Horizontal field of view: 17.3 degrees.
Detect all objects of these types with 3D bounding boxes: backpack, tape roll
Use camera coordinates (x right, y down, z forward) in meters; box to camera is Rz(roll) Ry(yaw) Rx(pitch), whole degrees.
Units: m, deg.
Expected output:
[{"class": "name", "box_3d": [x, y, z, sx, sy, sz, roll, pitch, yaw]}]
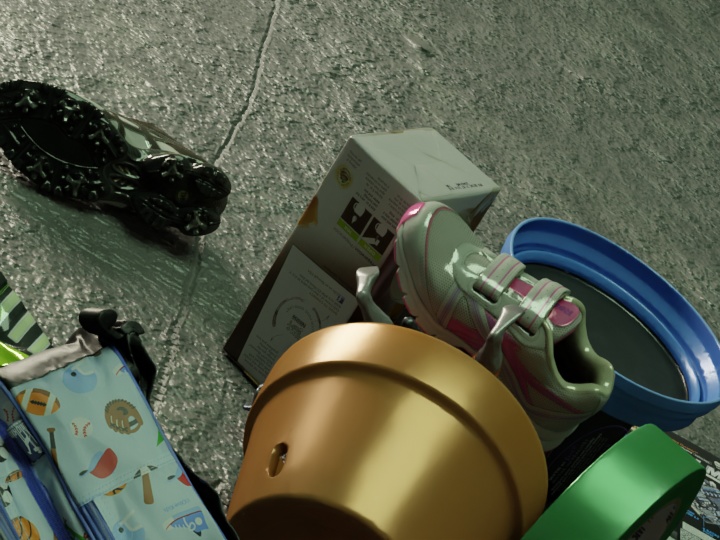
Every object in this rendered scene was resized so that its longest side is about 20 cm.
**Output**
[{"class": "backpack", "box_3d": [-0.152, 0.152, 1.291, 0.154, 0.200, 0.191, -33, 73, -30]}, {"class": "tape roll", "box_3d": [0.144, 0.190, 1.543, 0.048, 0.201, 0.200, 40, 26, 17]}]

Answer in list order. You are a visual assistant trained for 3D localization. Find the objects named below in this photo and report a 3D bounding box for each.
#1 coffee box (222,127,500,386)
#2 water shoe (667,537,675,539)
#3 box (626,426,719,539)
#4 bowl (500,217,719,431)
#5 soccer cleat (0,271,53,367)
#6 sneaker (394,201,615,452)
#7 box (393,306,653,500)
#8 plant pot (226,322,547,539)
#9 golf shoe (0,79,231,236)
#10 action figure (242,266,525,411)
[{"class": "coffee box", "box_3d": [0.000, 0.000, 1.716, 0.080, 0.200, 0.114, 43, 26, 23]}, {"class": "water shoe", "box_3d": [0.227, 0.246, 1.695, 0.200, 0.072, 0.079, 27, 28, -13]}, {"class": "box", "box_3d": [0.265, 0.207, 1.838, 0.200, 0.050, 0.199, 30, 24, -7]}, {"class": "bowl", "box_3d": [0.184, 0.042, 1.758, 0.200, 0.039, 0.201, 28, 27, -16]}, {"class": "soccer cleat", "box_3d": [-0.234, 0.048, 1.530, 0.081, 0.068, 0.200, 30, 19, -53]}, {"class": "sneaker", "box_3d": [0.105, 0.028, 1.610, 0.200, 0.088, 0.081, 49, 44, -14]}, {"class": "box", "box_3d": [0.101, 0.096, 1.756, 0.200, 0.122, 0.106, 4, 40, -47]}, {"class": "plant pot", "box_3d": [0.002, 0.152, 1.479, 0.200, 0.200, 0.140, 34, 41, 1]}, {"class": "golf shoe", "box_3d": [-0.197, -0.088, 1.815, 0.200, 0.078, 0.094, 28, 8, -14]}, {"class": "action figure", "box_3d": [0.012, 0.100, 1.588, 0.200, 0.194, 0.105, 10, 21, 9]}]
